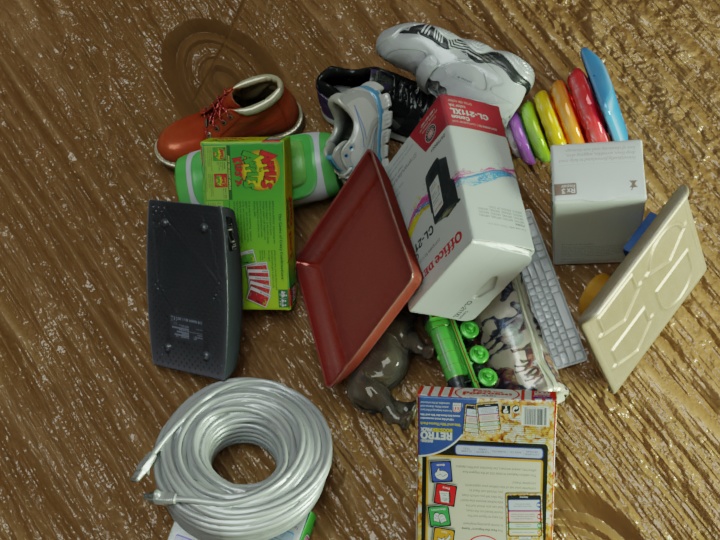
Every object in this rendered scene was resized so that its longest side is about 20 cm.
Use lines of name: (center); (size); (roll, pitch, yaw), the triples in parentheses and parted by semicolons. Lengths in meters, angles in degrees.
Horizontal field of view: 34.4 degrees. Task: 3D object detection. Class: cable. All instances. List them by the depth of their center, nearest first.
cable: (-0.131, 0.213, 1.299); (0.198, 0.070, 0.201); (16, 48, 13)

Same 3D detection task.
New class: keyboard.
keyboard: (0.209, 0.022, 1.379); (0.056, 0.011, 0.202); (-18, 69, 2)

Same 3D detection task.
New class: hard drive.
hard drive: (-0.194, 0.019, 1.366); (0.134, 0.042, 0.203); (7, 102, 36)

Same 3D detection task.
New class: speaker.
speaker: (-0.126, -0.118, 1.444); (0.197, 0.089, 0.089); (-8, 69, 6)

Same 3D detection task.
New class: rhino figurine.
rhino figurine: (0.048, 0.084, 1.356); (0.087, 0.060, 0.202); (18, 69, 10)

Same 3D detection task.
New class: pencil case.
pencil case: (0.173, 0.072, 1.324); (0.077, 0.090, 0.202); (-6, 65, -25)

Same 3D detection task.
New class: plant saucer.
plant saucer: (0.000, 0.000, 1.329); (0.036, 0.200, 0.201); (11, 43, -30)

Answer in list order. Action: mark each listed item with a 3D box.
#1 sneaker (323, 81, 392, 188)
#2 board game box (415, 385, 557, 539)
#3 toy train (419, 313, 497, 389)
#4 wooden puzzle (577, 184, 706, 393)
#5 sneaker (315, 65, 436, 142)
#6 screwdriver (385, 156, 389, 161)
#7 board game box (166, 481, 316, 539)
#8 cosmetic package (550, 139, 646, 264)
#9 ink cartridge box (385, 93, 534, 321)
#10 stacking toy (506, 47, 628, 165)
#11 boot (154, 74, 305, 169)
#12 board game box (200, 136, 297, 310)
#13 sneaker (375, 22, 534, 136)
sneaker: (-0.007, -0.121, 1.391); (0.075, 0.086, 0.203); (0, 101, 48)
board game box: (0.135, 0.230, 1.252); (0.150, 0.046, 0.203); (2, 97, 9)
toy train: (0.100, 0.061, 1.325); (0.056, 0.042, 0.202); (-10, 62, -16)
wooden puzzle: (0.302, 0.020, 1.267); (0.046, 0.200, 0.186); (33, 78, 32)
sneaker: (0.039, -0.211, 1.449); (0.197, 0.088, 0.077); (6, 71, 11)
screwdriver: (0.040, -0.113, 1.422); (0.028, 0.029, 0.202); (-21, 81, -5)
board game box: (-0.154, 0.344, 1.303); (0.151, 0.040, 0.202); (17, 74, 14)
cosmetic package: (0.263, -0.072, 1.303); (0.100, 0.200, 0.075); (-2, 69, 7)
ink cartridge box: (0.105, -0.068, 1.287); (0.082, 0.146, 0.202); (10, 52, -25)
stacking toy: (0.216, -0.169, 1.409); (0.198, 0.110, 0.117); (-21, 52, 12)
boot: (-0.176, -0.192, 1.468); (0.198, 0.107, 0.076); (-18, 70, 4)
board game box: (-0.132, -0.056, 1.388); (0.100, 0.048, 0.203); (0, 102, 7)
sneaker: (0.100, -0.218, 1.385); (0.198, 0.075, 0.116); (18, 67, 9)
